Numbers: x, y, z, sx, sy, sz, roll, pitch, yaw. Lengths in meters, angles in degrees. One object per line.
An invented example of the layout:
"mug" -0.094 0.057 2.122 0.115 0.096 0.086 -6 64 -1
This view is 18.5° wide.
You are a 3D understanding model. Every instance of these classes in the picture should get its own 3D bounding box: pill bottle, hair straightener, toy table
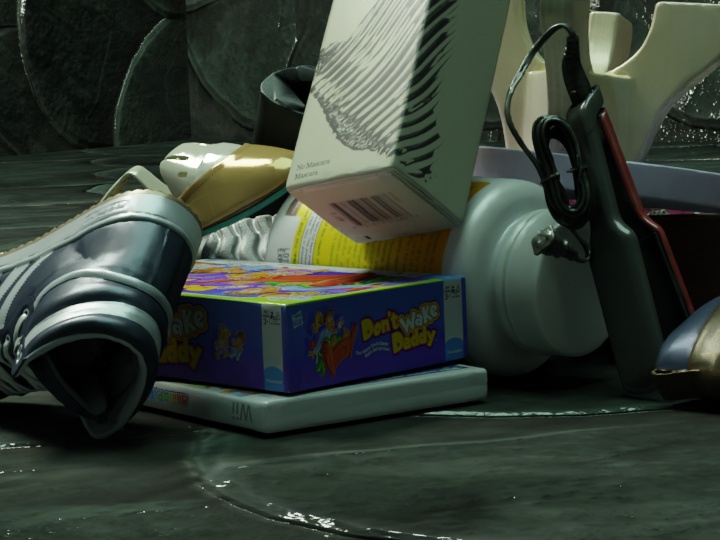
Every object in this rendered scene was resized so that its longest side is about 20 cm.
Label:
"pill bottle" 0.048 0.001 1.250 0.199 0.110 0.109 5 10 45
"hair straightener" 0.123 -0.032 1.153 0.077 0.201 0.041 -12 -5 -42
"toy table" 0.132 -0.101 1.297 0.199 0.118 0.184 6 0 6

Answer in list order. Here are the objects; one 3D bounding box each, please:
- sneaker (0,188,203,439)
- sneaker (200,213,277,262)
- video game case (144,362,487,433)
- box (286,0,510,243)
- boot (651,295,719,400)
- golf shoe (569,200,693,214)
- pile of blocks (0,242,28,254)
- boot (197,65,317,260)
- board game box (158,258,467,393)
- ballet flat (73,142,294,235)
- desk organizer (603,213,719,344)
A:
"sneaker" -0.164 0.044 1.114 0.070 0.109 0.200 38 -49 -27
"sneaker" 0.000 0.000 1.405 0.199 0.075 0.082 -3 -36 -1
"video game case" -0.049 0.058 1.186 0.143 0.018 0.200 -6 7 -36
"box" 0.027 -0.120 1.216 0.082 0.201 0.068 -10 -33 39
"boot" 0.228 0.008 1.145 0.097 0.075 0.200 -7 24 38
"golf shoe" 0.171 -0.031 1.766 0.199 0.076 0.092 -1 -9 -10
"pile of blocks" -0.209 0.030 1.378 0.199 0.082 0.062 -8 44 38
"boot" -0.071 -0.046 1.416 0.164 0.066 0.200 -4 -32 -21
"board game box" -0.061 0.026 1.188 0.199 0.045 0.134 4 9 44
"ballet flat" -0.114 -0.041 1.344 0.200 0.063 0.069 -29 8 40
"desk organizer" 0.200 0.001 1.358 0.199 0.077 0.072 -2 6 0
